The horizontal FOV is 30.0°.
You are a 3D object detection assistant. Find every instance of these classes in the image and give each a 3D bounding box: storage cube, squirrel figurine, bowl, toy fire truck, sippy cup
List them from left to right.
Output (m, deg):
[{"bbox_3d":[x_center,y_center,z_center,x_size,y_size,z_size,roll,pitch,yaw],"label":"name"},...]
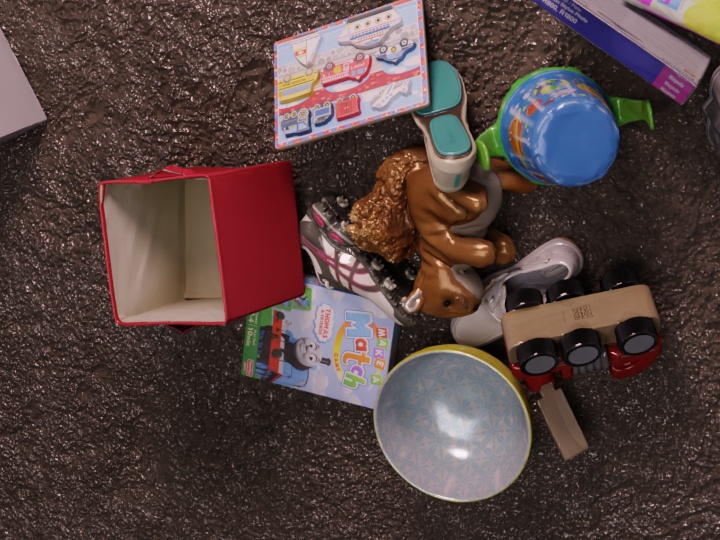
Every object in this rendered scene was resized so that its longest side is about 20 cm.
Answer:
[{"bbox_3d":[-0.191,-0.035,1.641,0.171,0.180,0.200,-2,100,30],"label":"storage cube"},{"bbox_3d":[0.087,-0.043,1.599,0.200,0.141,0.187,22,118,21],"label":"squirrel figurine"},{"bbox_3d":[0.125,0.174,1.665,0.200,0.108,0.201,6,109,17],"label":"bowl"},{"bbox_3d":[0.227,-0.151,1.485,0.140,0.130,0.178,40,99,-13],"label":"sippy cup"},{"bbox_3d":[0.265,0.116,1.588,0.176,0.129,0.200,-12,143,2],"label":"toy fire truck"}]

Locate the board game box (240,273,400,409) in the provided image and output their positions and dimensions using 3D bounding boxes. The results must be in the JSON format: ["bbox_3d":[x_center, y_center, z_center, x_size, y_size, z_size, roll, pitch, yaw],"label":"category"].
[{"bbox_3d":[-0.051,0.085,1.737,0.200,0.037,0.152,12,111,14],"label":"board game box"}]

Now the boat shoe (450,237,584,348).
[{"bbox_3d":[0.180,0.035,1.619,0.071,0.069,0.200,47,117,-4],"label":"boat shoe"}]

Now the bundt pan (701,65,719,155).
[{"bbox_3d":[0.466,-0.158,1.416,0.201,0.076,0.202,4,124,6],"label":"bundt pan"}]

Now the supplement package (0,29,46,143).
[{"bbox_3d":[-0.561,-0.227,1.750,0.200,0.147,0.191,-22,99,26],"label":"supplement package"}]

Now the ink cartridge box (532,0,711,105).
[{"bbox_3d":[0.273,-0.251,1.417,0.196,0.200,0.043,36,116,5],"label":"ink cartridge box"}]

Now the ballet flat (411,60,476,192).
[{"bbox_3d":[0.095,-0.162,1.534,0.069,0.200,0.070,-1,131,-1],"label":"ballet flat"}]

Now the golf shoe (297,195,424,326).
[{"bbox_3d":[0.000,0.000,1.671,0.200,0.077,0.088,50,122,13],"label":"golf shoe"}]

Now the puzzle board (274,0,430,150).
[{"bbox_3d":[-0.015,-0.234,1.577,0.200,0.017,0.151,-14,64,23],"label":"puzzle board"}]

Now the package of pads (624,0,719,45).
[{"bbox_3d":[0.386,-0.349,1.417,0.154,0.068,0.200,27,115,9],"label":"package of pads"}]
